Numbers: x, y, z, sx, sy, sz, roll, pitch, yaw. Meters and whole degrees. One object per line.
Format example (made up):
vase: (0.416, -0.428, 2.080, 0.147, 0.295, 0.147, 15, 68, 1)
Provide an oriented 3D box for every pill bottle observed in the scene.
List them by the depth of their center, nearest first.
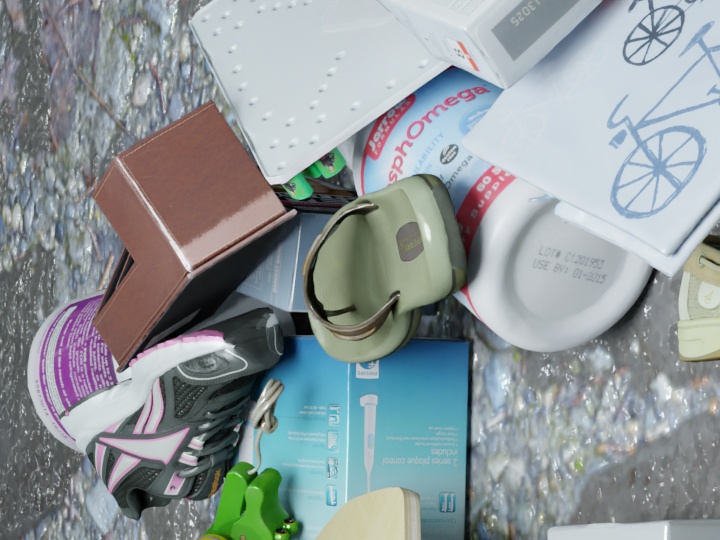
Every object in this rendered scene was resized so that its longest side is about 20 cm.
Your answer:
pill bottle: (0.063, -0.047, 1.440, 0.200, 0.108, 0.109, 43, 123, 52)
pill bottle: (-0.124, 0.057, 1.739, 0.200, 0.112, 0.113, -16, 73, 58)

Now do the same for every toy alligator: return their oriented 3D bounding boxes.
toy alligator: (-0.061, 0.153, 1.523, 0.054, 0.059, 0.200, 29, 119, 10)

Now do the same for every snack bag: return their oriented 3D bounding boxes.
snack bag: (0.150, -0.098, 1.302, 0.189, 0.021, 0.200, -51, 33, -6)

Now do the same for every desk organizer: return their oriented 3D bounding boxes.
desk organizer: (-0.108, -0.016, 1.518, 0.077, 0.072, 0.200, 56, 157, 5)

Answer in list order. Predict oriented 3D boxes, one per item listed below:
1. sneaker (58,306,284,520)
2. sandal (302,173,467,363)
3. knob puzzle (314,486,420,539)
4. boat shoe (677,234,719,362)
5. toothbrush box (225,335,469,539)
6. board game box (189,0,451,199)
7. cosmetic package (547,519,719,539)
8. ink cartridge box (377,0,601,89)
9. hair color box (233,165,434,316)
sneaker: (-0.095, 0.087, 1.583, 0.200, 0.080, 0.087, -36, 78, 55)
sandal: (0.000, -0.001, 1.403, 0.080, 0.057, 0.201, 67, 161, 9)
knob puzzle: (-0.003, 0.205, 1.426, 0.220, 0.030, 0.220, -163, 90, -72)
boat shoe: (0.209, 0.004, 1.233, 0.201, 0.073, 0.063, 165, 101, -65)
toothbrush box: (-0.011, 0.138, 1.568, 0.146, 0.085, 0.201, -5, 82, 59)
board game box: (0.014, -0.143, 1.474, 0.200, 0.026, 0.200, -35, 34, 5)
cosmetic package: (0.147, 0.222, 1.312, 0.101, 0.071, 0.201, -12, 77, 58)
ink cartridge box: (0.078, -0.178, 1.406, 0.162, 0.050, 0.200, -43, 25, -7)
hair color box: (-0.045, -0.021, 1.626, 0.200, 0.099, 0.061, 19, 104, 58)
